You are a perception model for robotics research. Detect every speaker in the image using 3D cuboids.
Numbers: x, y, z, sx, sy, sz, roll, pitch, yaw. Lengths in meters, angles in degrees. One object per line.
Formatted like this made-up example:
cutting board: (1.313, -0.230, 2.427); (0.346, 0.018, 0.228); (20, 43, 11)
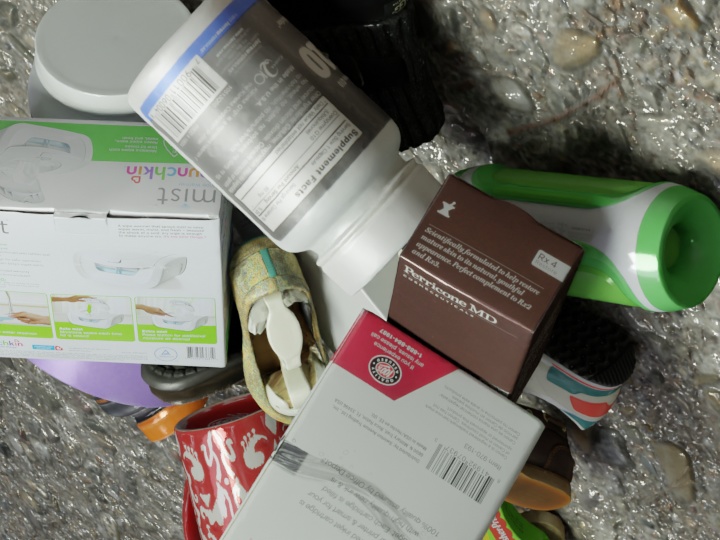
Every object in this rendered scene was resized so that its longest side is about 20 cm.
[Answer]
speaker: (0.141, -0.024, 1.347); (0.199, 0.088, 0.089); (9, 134, 45)

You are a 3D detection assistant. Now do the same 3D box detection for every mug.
mug: (-0.109, 0.224, 1.844); (0.176, 0.133, 0.202); (-12, 100, 22)

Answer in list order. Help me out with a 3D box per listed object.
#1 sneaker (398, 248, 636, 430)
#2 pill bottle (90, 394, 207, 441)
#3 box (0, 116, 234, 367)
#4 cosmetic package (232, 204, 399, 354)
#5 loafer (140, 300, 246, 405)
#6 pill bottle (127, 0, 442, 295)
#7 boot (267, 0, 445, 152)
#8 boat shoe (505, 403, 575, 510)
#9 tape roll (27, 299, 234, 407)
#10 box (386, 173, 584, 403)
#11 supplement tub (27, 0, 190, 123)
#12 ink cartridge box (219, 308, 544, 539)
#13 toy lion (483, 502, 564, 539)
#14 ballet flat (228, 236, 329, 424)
sneaker: (0.104, 0.047, 1.486); (0.199, 0.070, 0.094); (33, 142, 15)
pill bottle: (-0.225, 0.061, 1.871); (0.201, 0.106, 0.106); (54, 148, -14)
box: (-0.195, -0.019, 1.501); (0.198, 0.097, 0.177); (2, 140, 1)
cosmetic package: (0.000, 0.000, 1.546); (0.200, 0.085, 0.107); (52, 150, -11)
loafer: (-0.094, 0.067, 1.620); (0.073, 0.199, 0.072); (27, 126, 33)
pill bottle: (-0.046, -0.085, 1.331); (0.200, 0.114, 0.114); (43, 150, -4)
boot: (-0.042, -0.170, 1.404); (0.210, 0.079, 0.159); (22, 142, 33)
boat shoe: (0.084, 0.116, 1.497); (0.070, 0.071, 0.199); (-16, 148, 38)
tape roll: (-0.204, 0.021, 1.697); (0.199, 0.200, 0.085); (35, 115, 17)
box: (0.075, 0.028, 1.336); (0.100, 0.075, 0.200); (29, 156, 10)
supplement tub: (-0.182, -0.109, 1.581); (0.145, 0.145, 0.201); (31, 147, 23)
ink cartridge box: (0.006, 0.152, 1.324); (0.145, 0.201, 0.083); (33, 159, 0)
toy lion: (0.047, 0.199, 1.636); (0.190, 0.069, 0.201); (-16, 128, 21)
ballet flat: (-0.056, 0.063, 1.537); (0.070, 0.071, 0.201); (23, 143, 32)
